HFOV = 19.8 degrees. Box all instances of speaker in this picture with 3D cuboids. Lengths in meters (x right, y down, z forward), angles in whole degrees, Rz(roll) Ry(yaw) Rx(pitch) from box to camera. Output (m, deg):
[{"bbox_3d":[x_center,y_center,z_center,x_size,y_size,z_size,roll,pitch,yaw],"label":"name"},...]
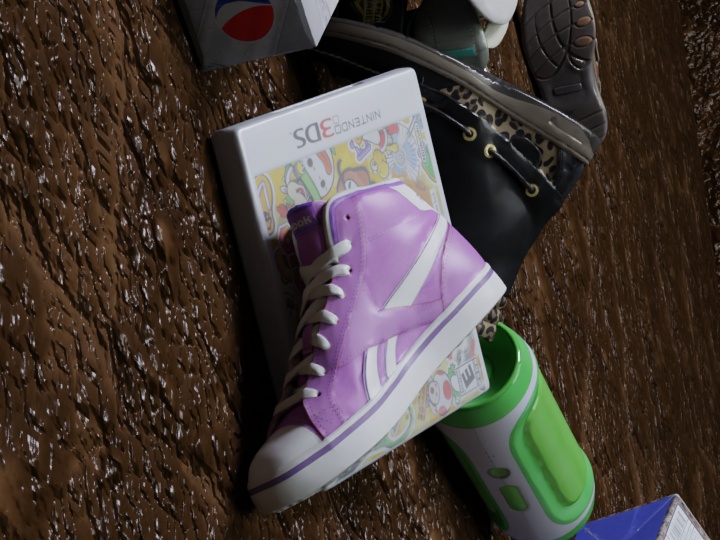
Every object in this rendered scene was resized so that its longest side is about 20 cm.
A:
[{"bbox_3d":[0.104,0.116,1.440,0.200,0.088,0.089,59,25,-50],"label":"speaker"}]

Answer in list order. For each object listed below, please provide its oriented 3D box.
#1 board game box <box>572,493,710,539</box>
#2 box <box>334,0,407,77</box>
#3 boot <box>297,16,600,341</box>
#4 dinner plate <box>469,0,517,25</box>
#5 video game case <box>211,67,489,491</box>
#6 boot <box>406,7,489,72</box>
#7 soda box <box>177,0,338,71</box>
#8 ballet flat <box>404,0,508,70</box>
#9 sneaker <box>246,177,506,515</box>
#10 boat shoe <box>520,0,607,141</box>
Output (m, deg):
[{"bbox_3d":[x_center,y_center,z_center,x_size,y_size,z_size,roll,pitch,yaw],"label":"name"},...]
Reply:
[{"bbox_3d":[0.237,0.305,1.579,0.200,0.097,0.160,53,39,-17],"label":"board game box"},{"bbox_3d":[0.015,-0.247,1.354,0.201,0.046,0.160,-84,178,-48],"label":"box"},{"bbox_3d":[0.032,-0.058,1.270,0.151,0.199,0.073,-66,-169,2],"label":"boot"},{"bbox_3d":[0.069,-0.255,1.310,0.200,0.024,0.202,-17,90,-71],"label":"dinner plate"},{"bbox_3d":[0.000,0.000,1.161,0.182,0.023,0.201,-25,105,-53],"label":"video game case"},{"bbox_3d":[0.042,-0.101,1.399,0.154,0.073,0.205,27,51,-66],"label":"boot"},{"bbox_3d":[-0.046,-0.181,1.153,0.200,0.068,0.064,-72,147,-62],"label":"soda box"},{"bbox_3d":[0.072,-0.178,1.390,0.200,0.063,0.068,-75,155,-60],"label":"ballet flat"},{"bbox_3d":[-0.019,0.030,1.070,0.114,0.073,0.201,49,51,-9],"label":"sneaker"},{"bbox_3d":[0.200,-0.216,2.042,0.072,0.075,0.201,-82,165,-58],"label":"boat shoe"}]
